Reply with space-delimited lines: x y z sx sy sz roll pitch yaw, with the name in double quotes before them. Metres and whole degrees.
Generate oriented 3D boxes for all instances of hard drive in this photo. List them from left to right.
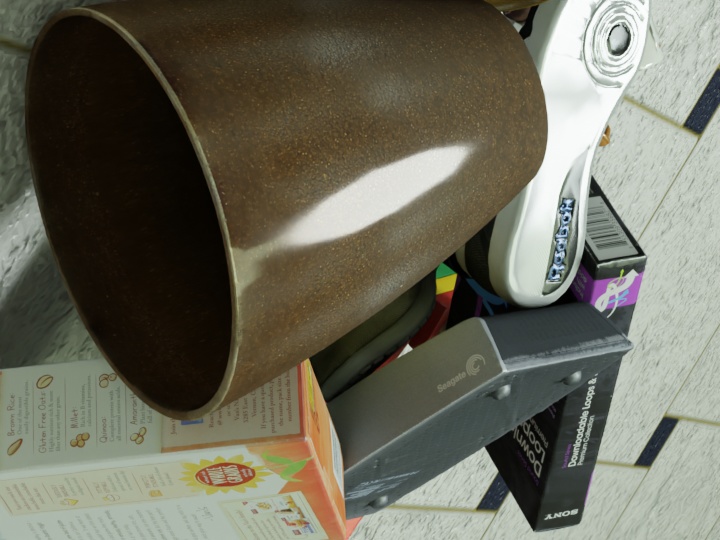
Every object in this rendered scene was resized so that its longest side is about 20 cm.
"hard drive" 0.032 0.077 1.499 0.200 0.043 0.135 -35 163 35

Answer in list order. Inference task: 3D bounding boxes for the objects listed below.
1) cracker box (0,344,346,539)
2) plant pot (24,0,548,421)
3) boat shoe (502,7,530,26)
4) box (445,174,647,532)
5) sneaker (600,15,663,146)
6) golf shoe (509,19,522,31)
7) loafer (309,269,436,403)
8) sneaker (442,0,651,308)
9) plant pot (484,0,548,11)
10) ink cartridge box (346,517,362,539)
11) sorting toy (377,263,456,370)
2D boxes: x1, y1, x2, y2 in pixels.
"cracker box" -0.114 0.092 1.390 0.134 0.199 0.058 74 11 -63
"plant pot" -0.021 -0.052 1.304 0.199 0.187 0.188 -19 142 -28
"boat shoe" 0.092 -0.228 1.513 0.072 0.072 0.201 8 109 -20
"box" 0.097 0.025 1.590 0.036 0.143 0.201 -10 133 -20
"sneaker" 0.144 -0.167 1.673 0.073 0.084 0.201 -71 176 -70
"golf shoe" 0.099 -0.127 1.598 0.092 0.072 0.201 -24 146 -58
"loafer" 0.000 0.000 1.537 0.075 0.070 0.200 -44 -169 28
"sneaker" 0.076 -0.091 1.492 0.073 0.112 0.201 9 100 -41
"plant pot" 0.014 -0.148 1.316 0.200 0.199 0.028 23 72 -68
"ink cartridge box" -0.084 0.141 1.571 0.176 0.045 0.201 34 89 -26
"sorting toy" -0.011 0.060 1.692 0.198 0.069 0.201 -15 139 -60
